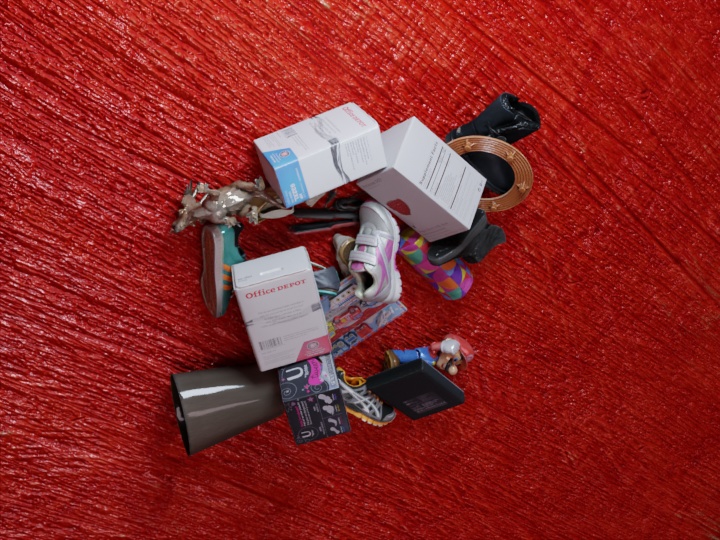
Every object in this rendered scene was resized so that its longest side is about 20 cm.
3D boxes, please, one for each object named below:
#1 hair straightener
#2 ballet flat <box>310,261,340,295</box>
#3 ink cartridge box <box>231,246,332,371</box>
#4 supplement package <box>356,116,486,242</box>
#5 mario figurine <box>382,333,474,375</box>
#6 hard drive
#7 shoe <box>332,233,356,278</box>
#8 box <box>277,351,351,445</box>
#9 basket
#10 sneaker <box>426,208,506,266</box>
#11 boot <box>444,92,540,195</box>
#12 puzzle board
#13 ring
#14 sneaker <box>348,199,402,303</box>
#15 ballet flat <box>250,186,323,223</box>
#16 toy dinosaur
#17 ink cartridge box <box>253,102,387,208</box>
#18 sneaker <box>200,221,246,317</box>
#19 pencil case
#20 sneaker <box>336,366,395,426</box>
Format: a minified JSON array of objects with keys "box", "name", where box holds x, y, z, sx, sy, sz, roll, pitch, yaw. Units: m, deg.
[{"box":[-0.042,-0.114,1.635,0.197,0.041,0.078,-5,117,-21],"name":"hair straightener"},{"box":[-0.137,0.011,1.645,0.197,0.073,0.074,2,116,-6],"name":"ballet flat"},{"box":[-0.144,0.071,1.579,0.144,0.083,0.202,-15,126,-4],"name":"ink cartridge box"},{"box":[0.114,-0.165,1.590,0.199,0.121,0.121,36,62,-24],"name":"supplement package"},{"box":[0.153,0.201,1.832,0.197,0.123,0.108,-10,93,-12],"name":"mario figurine"},{"box":[0.121,0.259,1.838,0.138,0.033,0.200,-23,142,23],"name":"hard drive"},{"box":[0.000,0.000,1.709,0.070,0.053,0.201,-45,133,-16],"name":"shoe"},{"box":[-0.100,0.214,1.665,0.113,0.201,0.133,-15,129,-3],"name":"box"},{"box":[-0.260,0.257,1.682,0.197,0.136,0.183,-15,127,-20],"name":"basket"},{"box":[0.214,-0.046,1.706,0.200,0.060,0.105,-43,133,-27],"name":"sneaker"},{"box":[0.283,-0.240,1.641,0.199,0.077,0.167,34,138,-28],"name":"boot"},{"box":[-0.026,0.092,1.722,0.199,0.018,0.150,-35,126,21],"name":"puzzle board"},{"box":[0.234,-0.180,1.656,0.197,0.019,0.202,11,142,9],"name":"ring"},{"box":[0.022,-0.030,1.610,0.087,0.081,0.203,-12,96,-42],"name":"sneaker"},{"box":[-0.119,-0.135,1.576,0.197,0.064,0.069,-21,150,-9],"name":"ballet flat"},{"box":[-0.237,-0.123,1.507,0.197,0.135,0.087,-13,102,-23],"name":"toy dinosaur"},{"box":[-0.071,-0.208,1.513,0.198,0.145,0.085,-23,123,-10],"name":"ink cartridge box"},{"box":[-0.248,-0.002,1.588,0.079,0.071,0.202,-17,132,-32],"name":"sneaker"},{"box":[0.147,-0.022,1.740,0.088,0.088,0.200,-45,121,4],"name":"pencil case"},{"box":[0.003,0.272,1.832,0.198,0.078,0.078,27,95,-32],"name":"sneaker"}]
